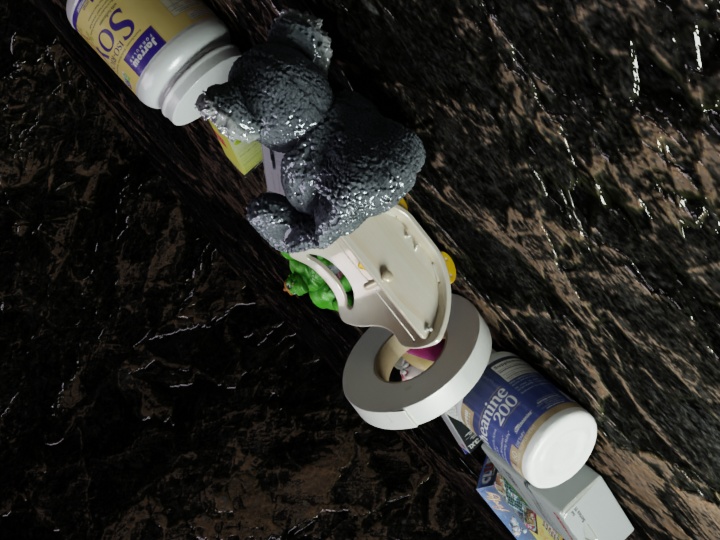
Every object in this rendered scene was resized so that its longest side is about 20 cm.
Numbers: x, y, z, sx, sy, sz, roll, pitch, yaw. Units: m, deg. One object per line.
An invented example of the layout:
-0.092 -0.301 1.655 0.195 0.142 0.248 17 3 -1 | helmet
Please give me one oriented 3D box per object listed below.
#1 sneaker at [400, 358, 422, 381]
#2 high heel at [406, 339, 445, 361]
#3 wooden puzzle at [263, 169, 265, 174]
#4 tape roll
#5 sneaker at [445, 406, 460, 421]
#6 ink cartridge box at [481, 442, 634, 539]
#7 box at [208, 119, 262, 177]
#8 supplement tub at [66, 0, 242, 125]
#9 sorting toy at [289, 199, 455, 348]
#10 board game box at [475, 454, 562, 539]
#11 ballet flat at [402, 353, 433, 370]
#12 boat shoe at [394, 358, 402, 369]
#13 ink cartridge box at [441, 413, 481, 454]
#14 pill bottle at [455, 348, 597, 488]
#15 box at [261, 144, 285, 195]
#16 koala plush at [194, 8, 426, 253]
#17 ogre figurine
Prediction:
0.079 0.112 1.858 0.200 0.105 0.075 46 174 19 | sneaker
0.149 0.142 1.657 0.200 0.096 0.067 49 171 -6 | high heel
-0.051 -0.064 1.864 0.185 0.037 0.200 27 160 45 | wooden puzzle
0.071 0.113 1.567 0.037 0.203 0.203 54 170 -33 | tape roll
0.210 0.190 1.716 0.200 0.082 0.074 28 147 4 | sneaker
0.286 0.316 1.795 0.200 0.083 0.147 39 167 52 | ink cartridge box
-0.171 -0.208 1.770 0.050 0.075 0.200 46 172 16 | box
-0.255 -0.296 1.551 0.200 0.145 0.145 47 172 7 | supplement tub
0.000 0.000 1.495 0.180 0.107 0.200 -20 115 48 | sorting toy
0.263 0.355 1.961 0.035 0.136 0.200 -18 122 35 | board game box
0.067 0.067 1.745 0.200 0.069 0.063 -121 11 -54 | ballet flat
0.081 0.138 2.158 0.067 0.072 0.200 12 179 -23 | boat shoe
0.173 0.210 1.849 0.037 0.095 0.200 41 169 35 | ink cartridge box
0.189 0.171 1.534 0.200 0.111 0.111 40 168 44 | pill bottle
-0.063 -0.139 1.418 0.200 0.060 0.117 -159 60 -70 | box
-0.051 -0.141 1.201 0.200 0.177 0.184 51 160 -18 | koala plush
-0.050 -0.001 1.814 0.120 0.098 0.200 -3 147 44 | ogre figurine
